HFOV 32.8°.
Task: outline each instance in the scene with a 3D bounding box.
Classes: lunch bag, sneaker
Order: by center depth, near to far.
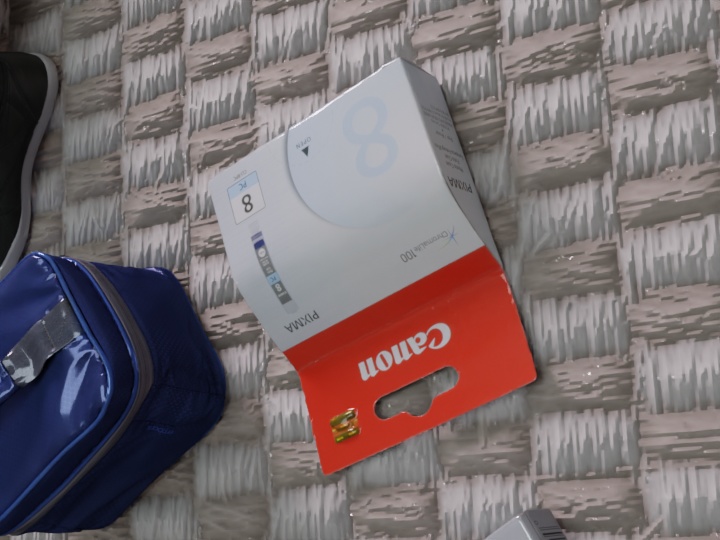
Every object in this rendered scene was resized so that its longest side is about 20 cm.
[{"bbox_3d":[-0.206,0.087,0.804,0.200,0.132,0.136,-45,61,21],"label":"lunch bag"},{"bbox_3d":[-0.297,-0.074,0.911,0.070,0.099,0.201,17,94,33],"label":"sneaker"}]

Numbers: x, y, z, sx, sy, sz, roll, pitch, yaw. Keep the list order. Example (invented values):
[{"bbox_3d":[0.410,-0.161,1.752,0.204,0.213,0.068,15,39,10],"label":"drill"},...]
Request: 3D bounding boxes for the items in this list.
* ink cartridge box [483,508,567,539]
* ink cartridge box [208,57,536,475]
[{"bbox_3d":[0.072,0.263,0.640,0.200,0.041,0.200,-42,62,23],"label":"ink cartridge box"},{"bbox_3d":[0.000,0.000,0.725,0.160,0.047,0.201,-28,66,28],"label":"ink cartridge box"}]
